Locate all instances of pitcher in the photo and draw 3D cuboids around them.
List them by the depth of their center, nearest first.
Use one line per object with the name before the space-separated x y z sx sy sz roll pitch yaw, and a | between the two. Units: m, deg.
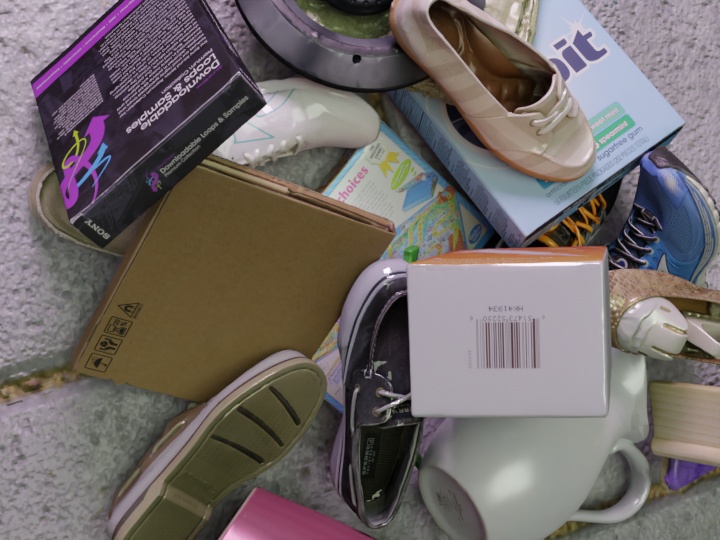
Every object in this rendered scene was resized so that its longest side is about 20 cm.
pitcher | 0.154 0.161 0.963 0.199 0.121 0.172 -30 108 -28

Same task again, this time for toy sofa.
toy sofa | 0.341 0.122 1.008 0.199 0.083 0.098 -12 98 -35

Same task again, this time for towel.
towel | 0.040 -0.206 0.926 0.199 0.037 0.149 16 71 0

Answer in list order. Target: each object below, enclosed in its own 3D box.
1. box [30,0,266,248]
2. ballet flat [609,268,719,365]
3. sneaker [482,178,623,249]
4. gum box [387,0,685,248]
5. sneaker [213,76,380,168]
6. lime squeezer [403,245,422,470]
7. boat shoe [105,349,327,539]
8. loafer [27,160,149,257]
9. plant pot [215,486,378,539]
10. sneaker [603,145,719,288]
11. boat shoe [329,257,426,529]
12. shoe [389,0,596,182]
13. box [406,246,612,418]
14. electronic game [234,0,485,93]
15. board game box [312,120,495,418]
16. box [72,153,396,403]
box | -0.150 -0.120 0.800 0.143 0.200 0.036 -40 129 8
ballet flat | 0.253 0.042 0.935 0.199 0.065 0.071 4 116 -23
sneaker | 0.161 -0.034 0.982 0.078 0.077 0.200 41 76 -12
gum box | 0.130 -0.141 0.954 0.169 0.045 0.200 -35 78 -15
sneaker | -0.083 -0.105 0.899 0.199 0.070 0.081 6 69 -12
lime squeezer | 0.025 0.086 0.928 0.071 0.037 0.201 -39 127 -59
boat shoe | -0.113 0.128 0.872 0.200 0.068 0.075 -43 125 -3
loafer | -0.147 -0.041 0.870 0.199 0.068 0.076 14 84 -4
plant pot | -0.042 0.261 0.862 0.179 0.200 0.200 35 78 2
sneaker | 0.238 -0.011 0.971 0.089 0.079 0.201 -21 133 -10
boat shoe | 0.024 0.092 0.853 0.072 0.071 0.201 -5 115 -22
shoe | 0.104 -0.132 0.860 0.200 0.053 0.070 37 78 -21
box | 0.109 0.036 0.818 0.123 0.200 0.098 -1 93 12
electronic game | -0.001 -0.229 0.888 0.199 0.042 0.201 3 77 -11
board game box | 0.000 0.000 0.950 0.134 0.034 0.200 41 77 -14
box | -0.092 0.018 0.842 0.163 0.021 0.200 18 124 -26
